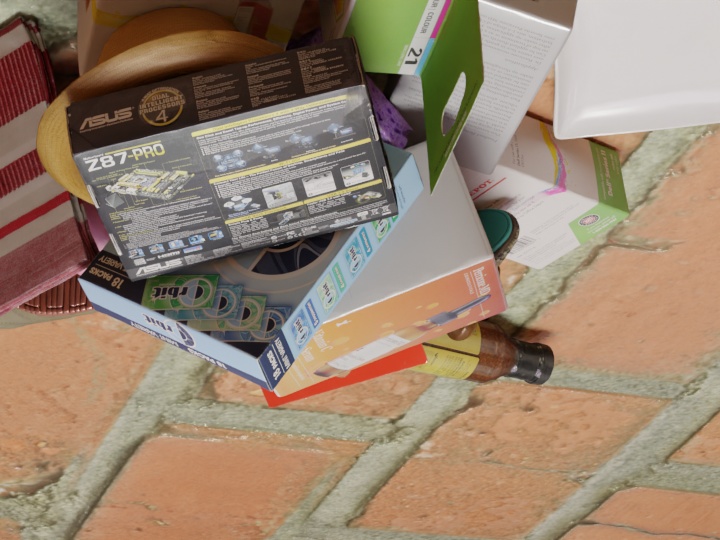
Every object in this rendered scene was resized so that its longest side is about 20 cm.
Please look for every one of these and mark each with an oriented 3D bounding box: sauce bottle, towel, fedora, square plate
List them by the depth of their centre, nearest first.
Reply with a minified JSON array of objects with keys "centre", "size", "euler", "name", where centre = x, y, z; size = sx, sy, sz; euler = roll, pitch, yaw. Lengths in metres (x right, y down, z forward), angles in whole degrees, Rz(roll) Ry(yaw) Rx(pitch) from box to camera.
[{"centre":[-0.131,-0.120,1.480],"size":[0.199,0.082,0.201],"euler":[-8,146,-6],"name":"fedora"},{"centre":[-0.271,-0.072,1.608],"size":[0.144,0.201,0.023],"euler":[-26,163,32],"name":"towel"},{"centre":[0.246,-0.174,1.669],"size":[0.197,0.029,0.200],"euler":[-7,151,3],"name":"square plate"},{"centre":[0.095,0.075,2.056],"size":[0.199,0.066,0.066],"euler":[16,145,-29],"name":"sauce bottle"}]

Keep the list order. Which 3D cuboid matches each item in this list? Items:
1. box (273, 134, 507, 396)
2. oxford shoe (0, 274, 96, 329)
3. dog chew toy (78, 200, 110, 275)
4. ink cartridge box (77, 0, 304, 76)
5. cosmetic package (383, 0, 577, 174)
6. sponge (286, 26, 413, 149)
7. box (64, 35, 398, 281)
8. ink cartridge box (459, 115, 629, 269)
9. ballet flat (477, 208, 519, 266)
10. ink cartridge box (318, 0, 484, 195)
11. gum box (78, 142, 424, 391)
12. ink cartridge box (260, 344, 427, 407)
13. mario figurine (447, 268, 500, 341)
[{"centre":[0.000,0.000,1.650],"size":[0.199,0.107,0.152],"euler":[-21,161,2],"name":"box"},{"centre":[-0.281,0.014,1.822],"size":[0.199,0.071,0.074],"euler":[1,159,17],"name":"oxford shoe"},{"centre":[-0.231,-0.069,1.659],"size":[0.199,0.125,0.125],"euler":[21,159,21],"name":"dog chew toy"},{"centre":[-0.113,-0.212,1.490],"size":[0.144,0.084,0.200],"euler":[4,150,-14],"name":"ink cartridge box"},{"centre":[0.086,-0.163,1.597],"size":[0.101,0.072,0.200],"euler":[18,147,-6],"name":"cosmetic package"},{"centre":[-0.065,-0.110,1.662],"size":[0.199,0.030,0.112],"euler":[-20,120,44],"name":"sponge"},{"centre":[-0.083,-0.072,1.447],"size":[0.199,0.049,0.161],"euler":[-14,149,3],"name":"box"},{"centre":[0.112,-0.075,1.785],"size":[0.199,0.068,0.117],"euler":[18,144,-37],"name":"ink cartridge box"},{"centre":[0.043,0.014,1.762],"size":[0.199,0.068,0.075],"euler":[-25,139,0],"name":"ballet flat"},{"centre":[0.025,-0.175,1.455],"size":[0.075,0.201,0.148],"euler":[3,150,-13],"name":"ink cartridge box"},{"centre":[-0.079,-0.028,1.549],"size":[0.169,0.200,0.045],"euler":[23,153,30],"name":"gum box"},{"centre":[-0.051,0.012,1.813],"size":[0.162,0.201,0.057],"euler":[-17,-173,21],"name":"ink cartridge box"},{"centre":[0.034,0.016,1.890],"size":[0.199,0.124,0.106],"euler":[11,166,-35],"name":"mario figurine"}]
